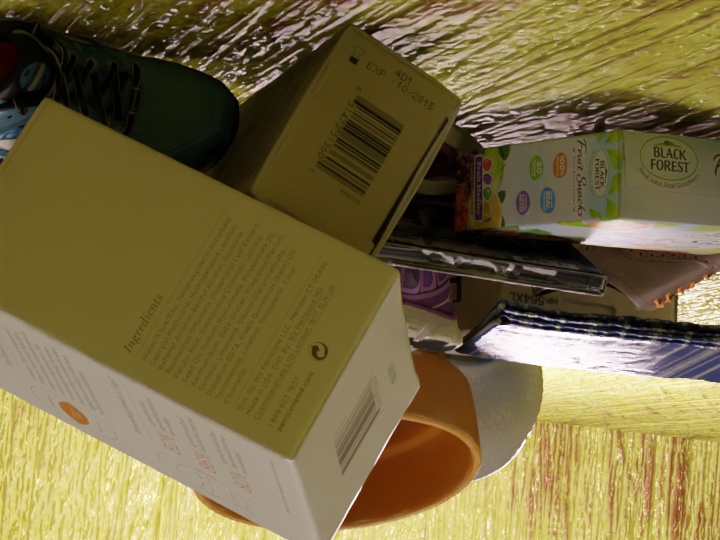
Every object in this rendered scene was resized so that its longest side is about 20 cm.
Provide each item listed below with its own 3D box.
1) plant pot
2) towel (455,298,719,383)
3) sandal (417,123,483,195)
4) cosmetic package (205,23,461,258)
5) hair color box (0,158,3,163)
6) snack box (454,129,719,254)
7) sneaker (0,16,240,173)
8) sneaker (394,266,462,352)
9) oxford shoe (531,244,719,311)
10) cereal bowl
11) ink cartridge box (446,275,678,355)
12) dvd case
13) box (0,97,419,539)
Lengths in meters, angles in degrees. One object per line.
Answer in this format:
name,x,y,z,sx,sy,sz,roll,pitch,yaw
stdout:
plant pot,-0.023,0.058,1.716,0.199,0.184,0.201,-4,153,-2
towel,0.173,0.047,1.663,0.198,0.024,0.145,6,168,-8
sandal,0.027,-0.058,1.417,0.082,0.050,0.202,1,172,28
cosmetic package,-0.031,-0.046,1.261,0.071,0.106,0.200,33,165,-11
hair color box,-0.148,-0.038,1.470,0.198,0.110,0.065,5,172,10
snack box,0.172,-0.042,1.382,0.199,0.053,0.142,3,174,-35
sneaker,-0.158,-0.085,1.250,0.198,0.079,0.090,6,169,-10
sneaker,0.000,0.000,1.488,0.080,0.084,0.200,-5,170,21
oxford shoe,0.205,-0.008,1.589,0.198,0.074,0.071,3,172,17
cereal bowl,0.057,0.064,1.931,0.199,0.201,0.084,8,136,-21
ink cartridge box,0.123,0.017,1.797,0.145,0.085,0.200,8,171,-22
dvd case,0.048,-0.024,1.440,0.148,0.016,0.200,8,-168,-11
box,-0.085,0.030,1.201,0.199,0.107,0.152,27,162,14
